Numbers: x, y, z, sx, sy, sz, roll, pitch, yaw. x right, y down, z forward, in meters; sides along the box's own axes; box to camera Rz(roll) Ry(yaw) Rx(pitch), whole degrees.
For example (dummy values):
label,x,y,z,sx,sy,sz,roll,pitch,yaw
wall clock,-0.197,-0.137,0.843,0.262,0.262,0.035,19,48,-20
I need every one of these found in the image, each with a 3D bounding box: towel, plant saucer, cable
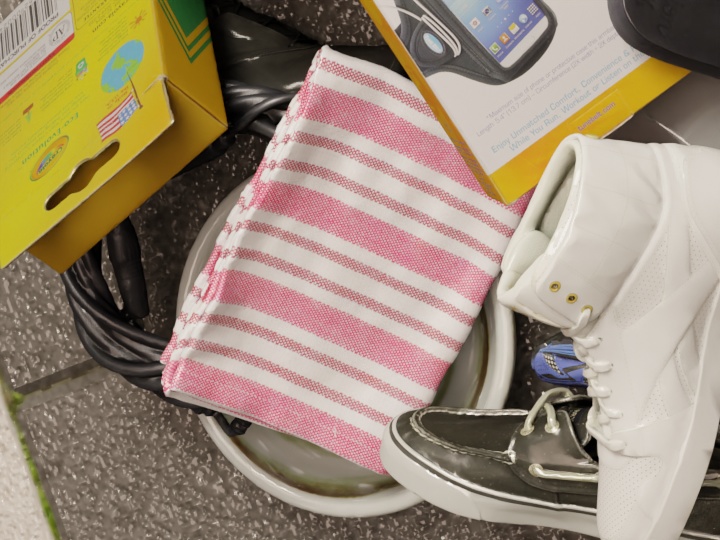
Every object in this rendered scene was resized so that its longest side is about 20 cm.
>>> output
label,x,y,z,sx,sy,sz,roll,pitch,yaw
towel,0.000,0.000,1.201,0.146,0.030,0.201,22,107,-22
plant saucer,-0.004,0.033,1.291,0.199,0.050,0.202,2,97,21
cable,-0.076,-0.021,1.259,0.163,0.051,0.201,40,117,16

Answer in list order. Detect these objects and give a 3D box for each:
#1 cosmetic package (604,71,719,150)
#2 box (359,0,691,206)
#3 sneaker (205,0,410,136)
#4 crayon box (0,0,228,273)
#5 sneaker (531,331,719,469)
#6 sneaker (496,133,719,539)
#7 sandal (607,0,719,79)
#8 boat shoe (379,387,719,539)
label,x,y,z,sx,sy,sz,roll,pitch,yaw
cosmetic package,0.208,-0.064,1.157,0.200,0.090,0.107,39,74,17
box,0.058,-0.145,1.081,0.119,0.041,0.201,-35,102,-5
sneaker,-0.069,-0.115,1.292,0.199,0.076,0.091,-4,88,20
crayon box,-0.136,-0.088,1.221,0.127,0.051,0.201,-38,37,21
sneaker,0.179,0.077,1.212,0.199,0.075,0.079,18,106,21
sneaker,0.109,0.035,1.087,0.115,0.074,0.201,8,99,-19
sandal,0.210,-0.107,1.078,0.199,0.043,0.077,9,80,-19
boat shoe,0.107,0.092,1.187,0.199,0.071,0.064,12,122,14
